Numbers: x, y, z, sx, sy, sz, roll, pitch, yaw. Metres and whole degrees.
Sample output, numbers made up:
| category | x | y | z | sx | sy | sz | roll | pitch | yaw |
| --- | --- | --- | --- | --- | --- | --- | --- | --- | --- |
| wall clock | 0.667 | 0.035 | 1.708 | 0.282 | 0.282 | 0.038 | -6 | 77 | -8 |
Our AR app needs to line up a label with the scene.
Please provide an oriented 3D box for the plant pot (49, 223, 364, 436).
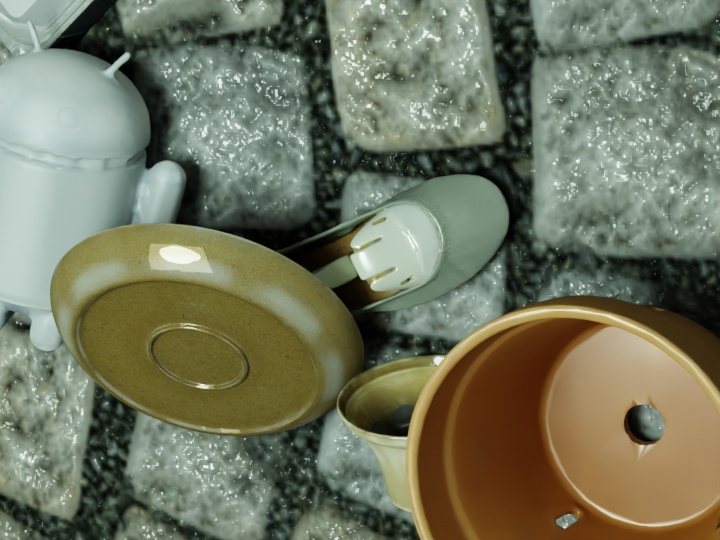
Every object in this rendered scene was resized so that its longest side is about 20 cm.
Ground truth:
| category | x | y | z | sx | sy | sz | roll | pitch | yaw |
| --- | --- | --- | --- | --- | --- | --- | --- | --- | --- |
| plant pot | -0.097 | 0.045 | 1.562 | 0.199 | 0.028 | 0.201 | 10 | 142 | 7 |

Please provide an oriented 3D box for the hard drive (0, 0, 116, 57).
| category | x | y | z | sx | sy | sz | roll | pitch | yaw |
| --- | --- | --- | --- | --- | --- | --- | --- | --- | --- |
| hard drive | -0.184 | -0.239 | 1.608 | 0.200 | 0.038 | 0.140 | -40 | 81 | 30 |

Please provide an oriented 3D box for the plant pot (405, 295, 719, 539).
| category | x | y | z | sx | sy | sz | roll | pitch | yaw |
| --- | --- | --- | --- | --- | --- | --- | --- | --- | --- |
| plant pot | 0.141 | 0.102 | 1.436 | 0.199 | 0.140 | 0.202 | 6 | 105 | 22 |

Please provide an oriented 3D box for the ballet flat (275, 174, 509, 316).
| category | x | y | z | sx | sy | sz | roll | pitch | yaw |
| --- | --- | --- | --- | --- | --- | --- | --- | --- | --- |
| ballet flat | 0.000 | 0.000 | 1.544 | 0.199 | 0.064 | 0.068 | -23 | 90 | 32 |

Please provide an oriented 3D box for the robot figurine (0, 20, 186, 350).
| category | x | y | z | sx | sy | sz | roll | pitch | yaw |
| --- | --- | --- | --- | --- | --- | --- | --- | --- | --- |
| robot figurine | -0.196 | -0.054 | 1.615 | 0.168 | 0.113 | 0.201 | 14 | 111 | 1 |

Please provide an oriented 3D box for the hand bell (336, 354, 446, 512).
| category | x | y | z | sx | sy | sz | roll | pitch | yaw |
| --- | --- | --- | --- | --- | --- | --- | --- | --- | --- |
| hand bell | 0.048 | 0.163 | 1.560 | 0.104 | 0.104 | 0.201 | 7 | 119 | 28 |
